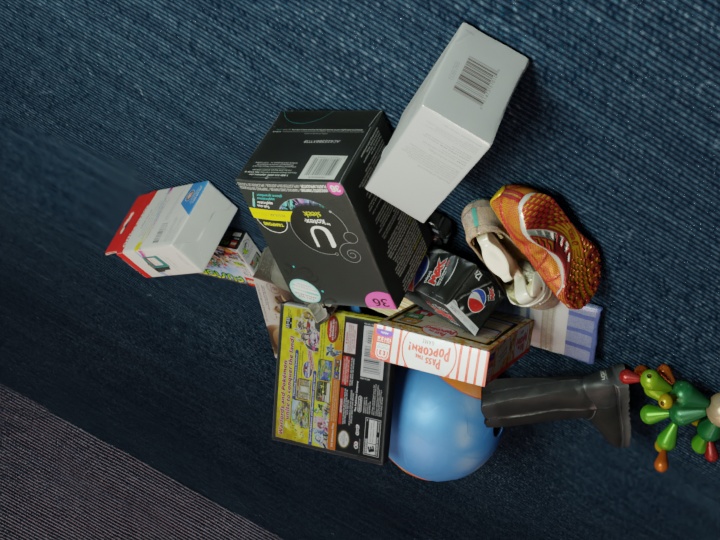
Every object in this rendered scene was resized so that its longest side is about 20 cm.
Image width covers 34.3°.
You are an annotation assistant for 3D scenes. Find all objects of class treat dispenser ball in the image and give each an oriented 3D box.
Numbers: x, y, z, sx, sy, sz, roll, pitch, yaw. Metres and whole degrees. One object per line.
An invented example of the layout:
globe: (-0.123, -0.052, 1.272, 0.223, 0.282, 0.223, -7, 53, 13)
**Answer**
treat dispenser ball: (0.115, 0.209, 1.721, 0.199, 0.202, 0.202, 22, 155, 11)

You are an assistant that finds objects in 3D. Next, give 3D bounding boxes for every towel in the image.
towel: (0.220, 0.056, 1.539, 0.198, 0.024, 0.148, 17, 151, 18)

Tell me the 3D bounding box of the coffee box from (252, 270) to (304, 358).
coffee box: (-0.080, 0.060, 1.744, 0.112, 0.080, 0.201, 18, 145, 21)

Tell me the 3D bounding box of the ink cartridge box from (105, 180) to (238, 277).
ink cartridge box: (-0.281, -0.057, 1.711, 0.199, 0.117, 0.067, -4, 142, 50)

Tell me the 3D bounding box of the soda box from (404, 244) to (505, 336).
soda box: (0.088, 0.010, 1.457, 0.071, 0.064, 0.199, 43, 171, -32)

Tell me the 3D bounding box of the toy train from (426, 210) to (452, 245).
toy train: (0.023, -0.086, 1.449, 0.198, 0.034, 0.046, 24, 152, 7)

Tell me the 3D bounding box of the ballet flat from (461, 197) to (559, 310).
ballet flat: (0.181, 0.000, 1.393, 0.068, 0.068, 0.200, -30, 124, 24)

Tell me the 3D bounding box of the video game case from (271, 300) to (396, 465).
video game case: (-0.037, 0.155, 1.630, 0.179, 0.203, 0.025, 9, -170, 26)

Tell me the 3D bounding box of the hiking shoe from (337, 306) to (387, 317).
hiking shoe: (0.009, 0.103, 1.644, 0.073, 0.203, 0.087, -3, 168, -25)

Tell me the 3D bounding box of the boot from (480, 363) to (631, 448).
boot: (0.269, 0.198, 1.613, 0.197, 0.066, 0.166, -10, 134, 6)

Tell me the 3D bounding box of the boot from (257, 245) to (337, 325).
boot: (-0.063, -0.025, 1.546, 0.130, 0.068, 0.201, 37, 143, 17)

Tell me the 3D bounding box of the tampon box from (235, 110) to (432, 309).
tampon box: (-0.027, -0.070, 1.369, 0.148, 0.127, 0.201, 4, 136, 31)

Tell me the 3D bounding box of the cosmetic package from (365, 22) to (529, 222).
cosmetic package: (0.083, -0.144, 1.186, 0.080, 0.114, 0.200, 28, 157, -4)

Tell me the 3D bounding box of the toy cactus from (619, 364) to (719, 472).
toy cactus: (0.435, 0.188, 1.513, 0.164, 0.103, 0.201, -9, 129, 38)

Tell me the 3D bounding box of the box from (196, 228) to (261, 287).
box: (-0.240, -0.031, 1.817, 0.198, 0.035, 0.110, 11, 151, 31)

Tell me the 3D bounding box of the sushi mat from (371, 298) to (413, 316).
sushi mat: (0.000, 0.000, 1.601, 0.198, 0.012, 0.097, 22, 114, 11)

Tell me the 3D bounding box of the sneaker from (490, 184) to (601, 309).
sneaker: (0.218, -0.031, 1.342, 0.077, 0.073, 0.201, 32, 163, 51)

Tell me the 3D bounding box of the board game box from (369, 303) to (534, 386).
board game box: (0.119, 0.084, 1.464, 0.150, 0.047, 0.200, 13, -166, 22)
